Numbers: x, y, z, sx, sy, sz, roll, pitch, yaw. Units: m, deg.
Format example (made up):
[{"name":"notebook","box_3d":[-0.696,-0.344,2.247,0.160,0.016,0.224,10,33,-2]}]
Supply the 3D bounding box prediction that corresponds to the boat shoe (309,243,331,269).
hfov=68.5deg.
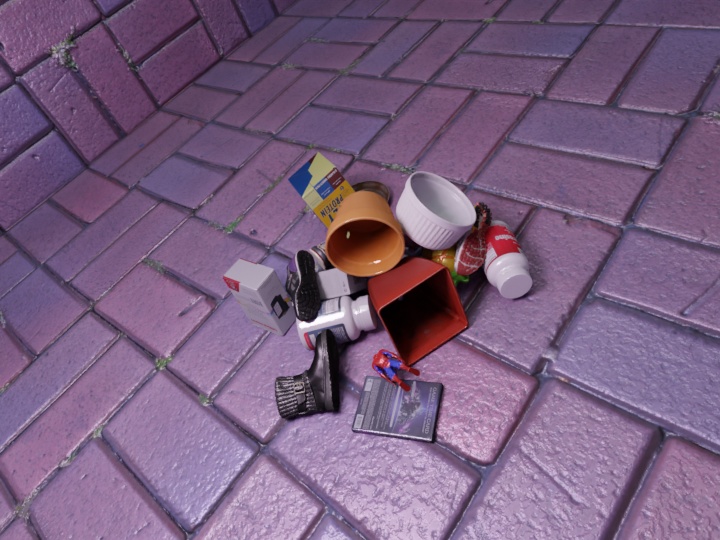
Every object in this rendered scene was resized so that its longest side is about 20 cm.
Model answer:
[{"name":"boat shoe","box_3d":[-0.096,-0.044,1.480,0.062,0.200,0.072,-36,87,-1]}]

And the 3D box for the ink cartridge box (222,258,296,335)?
[{"name":"ink cartridge box","box_3d":[-0.283,0.077,1.512,0.144,0.202,0.083,16,54,33]}]

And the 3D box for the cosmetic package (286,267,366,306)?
[{"name":"cosmetic package","box_3d":[-0.095,0.038,1.493,0.197,0.083,0.113,-11,3,26]}]

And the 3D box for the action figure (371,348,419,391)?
[{"name":"action figure","box_3d":[0.075,0.235,1.275,0.066,0.051,0.199,-60,24,-5]}]

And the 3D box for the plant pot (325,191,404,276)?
[{"name":"plant pot","box_3d":[0.011,-0.104,1.338,0.197,0.201,0.142,-12,47,13]}]

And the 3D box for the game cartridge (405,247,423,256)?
[{"name":"game cartridge","box_3d":[0.184,-0.133,1.622,0.129,0.039,0.200,29,65,35]}]

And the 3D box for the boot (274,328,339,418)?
[{"name":"boot","box_3d":[-0.137,0.258,1.327,0.155,0.079,0.215,-8,70,16]}]

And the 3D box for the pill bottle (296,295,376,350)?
[{"name":"pill bottle","box_3d":[-0.061,0.135,1.417,0.197,0.120,0.121,-15,45,10]}]

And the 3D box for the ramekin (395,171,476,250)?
[{"name":"ramekin","box_3d":[0.183,-0.145,1.337,0.197,0.106,0.202,20,40,-17]}]

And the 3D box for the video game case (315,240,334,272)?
[{"name":"video game case","box_3d":[-0.057,-0.061,1.607,0.198,0.023,0.183,-26,32,28]}]

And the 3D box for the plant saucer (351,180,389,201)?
[{"name":"plant saucer","box_3d":[0.007,-0.226,1.786,0.197,0.032,0.202,-13,46,13]}]

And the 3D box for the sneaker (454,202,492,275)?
[{"name":"sneaker","box_3d":[0.285,-0.076,1.383,0.082,0.077,0.203,-20,45,59]}]

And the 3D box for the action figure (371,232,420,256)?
[{"name":"action figure","box_3d":[0.113,-0.091,1.435,0.197,0.135,0.150,-10,36,14]}]

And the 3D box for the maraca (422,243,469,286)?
[{"name":"maraca","box_3d":[0.237,-0.028,1.444,0.136,0.107,0.202,-36,43,17]}]

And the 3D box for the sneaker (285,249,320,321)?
[{"name":"sneaker","box_3d":[-0.161,0.053,1.415,0.087,0.075,0.203,-36,47,41]}]

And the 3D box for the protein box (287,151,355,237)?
[{"name":"protein box","box_3d":[-0.096,-0.227,1.639,0.135,0.200,0.199,-40,32,1]}]

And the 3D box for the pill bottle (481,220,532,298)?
[{"name":"pill bottle","box_3d":[0.371,-0.028,1.382,0.111,0.113,0.202,-19,44,6]}]

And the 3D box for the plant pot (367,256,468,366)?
[{"name":"plant pot","box_3d":[0.127,0.079,1.347,0.198,0.201,0.176,-31,33,-7]}]

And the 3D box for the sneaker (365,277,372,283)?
[{"name":"sneaker","box_3d":[0.000,0.000,1.546,0.197,0.077,0.077,-9,48,19]}]

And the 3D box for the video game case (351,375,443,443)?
[{"name":"video game case","box_3d":[0.087,0.323,1.250,0.197,0.019,0.144,1,50,23]}]
